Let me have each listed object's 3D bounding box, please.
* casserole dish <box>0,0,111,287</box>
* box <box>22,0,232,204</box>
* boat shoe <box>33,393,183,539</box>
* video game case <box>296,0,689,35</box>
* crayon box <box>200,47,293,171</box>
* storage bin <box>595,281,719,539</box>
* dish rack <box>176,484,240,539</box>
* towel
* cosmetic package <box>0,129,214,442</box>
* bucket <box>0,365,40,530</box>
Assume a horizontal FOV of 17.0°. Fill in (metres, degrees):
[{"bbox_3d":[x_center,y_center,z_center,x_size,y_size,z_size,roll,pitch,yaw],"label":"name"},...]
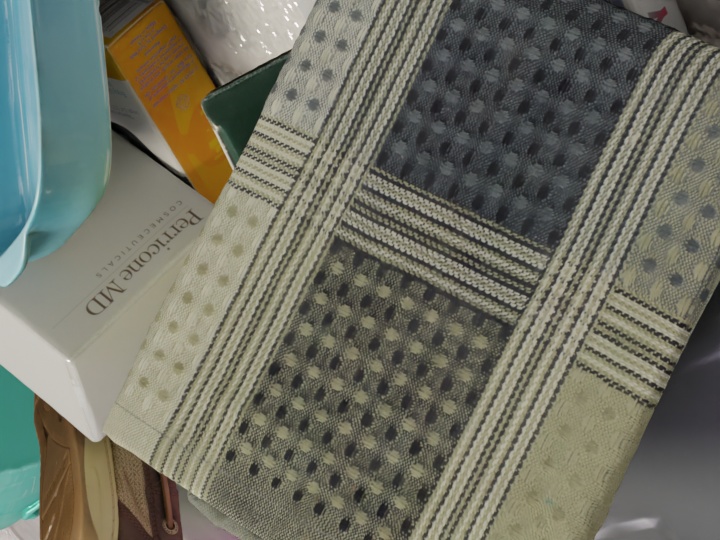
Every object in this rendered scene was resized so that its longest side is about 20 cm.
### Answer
[{"bbox_3d":[-0.140,-0.092,1.015,0.121,0.038,0.202,143,124,-61],"label":"casserole dish"},{"bbox_3d":[-0.087,-0.043,1.124,0.119,0.041,0.201,18,147,51],"label":"box"},{"bbox_3d":[-0.108,0.066,1.125,0.071,0.201,0.072,12,134,-21],"label":"boat shoe"},{"bbox_3d":[0.053,-0.060,0.848,0.199,0.023,0.183,21,147,48],"label":"video game case"},{"bbox_3d":[0.000,0.000,0.916,0.128,0.051,0.200,62,178,10],"label":"crayon box"},{"bbox_3d":[0.118,0.070,0.772,0.134,0.146,0.200,-23,115,43],"label":"storage bin"},{"bbox_3d":[-0.039,0.129,1.183,0.200,0.171,0.044,45,123,34],"label":"dish rack"},{"bbox_3d":[0.025,0.005,0.741,0.192,0.201,0.034,28,180,39],"label":"towel"},{"bbox_3d":[-0.158,-0.025,1.096,0.199,0.101,0.071,35,156,26],"label":"cosmetic package"},{"bbox_3d":[-0.210,0.031,1.274,0.207,0.207,0.135,47,159,-2],"label":"bucket"}]
